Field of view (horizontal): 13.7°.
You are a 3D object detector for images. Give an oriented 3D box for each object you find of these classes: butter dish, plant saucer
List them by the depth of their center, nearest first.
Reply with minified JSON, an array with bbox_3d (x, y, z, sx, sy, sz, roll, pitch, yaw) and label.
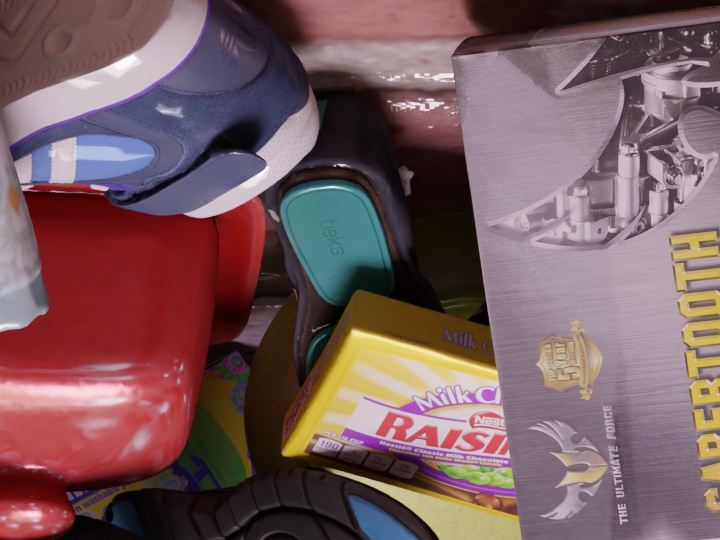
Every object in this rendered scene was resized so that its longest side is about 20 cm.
[{"bbox_3d":[-0.143,0.045,1.307,0.198,0.149,0.200,2,158,-6],"label":"butter dish"},{"bbox_3d":[0.047,0.068,1.359,0.199,0.031,0.201,-3,121,-5],"label":"plant saucer"}]

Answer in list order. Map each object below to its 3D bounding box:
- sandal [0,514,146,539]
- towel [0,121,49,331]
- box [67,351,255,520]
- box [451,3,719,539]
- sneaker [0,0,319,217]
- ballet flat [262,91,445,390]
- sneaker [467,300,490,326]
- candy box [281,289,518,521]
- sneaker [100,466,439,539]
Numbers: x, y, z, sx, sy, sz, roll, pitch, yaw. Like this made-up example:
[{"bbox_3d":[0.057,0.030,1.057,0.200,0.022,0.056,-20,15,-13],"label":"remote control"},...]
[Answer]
[{"bbox_3d":[-0.165,0.131,1.319,0.199,0.043,0.076,14,-159,21],"label":"sandal"},{"bbox_3d":[-0.221,-0.048,1.073,0.199,0.048,0.172,-8,112,20],"label":"towel"},{"bbox_3d":[-0.137,0.166,1.479,0.199,0.122,0.193,-26,166,-38],"label":"box"},{"bbox_3d":[0.127,0.002,1.131,0.157,0.201,0.048,-6,-168,11],"label":"box"},{"bbox_3d":[-0.114,-0.050,1.154,0.199,0.081,0.146,-15,150,22],"label":"sneaker"},{"bbox_3d":[0.000,0.000,1.260,0.073,0.073,0.201,-3,140,9],"label":"ballet flat"},{"bbox_3d":[0.145,0.051,1.309,0.199,0.081,0.087,1,126,6],"label":"sneaker"},{"bbox_3d":[0.075,0.070,1.257,0.199,0.027,0.102,16,140,-10],"label":"candy box"},{"bbox_3d":[-0.027,0.120,1.317,0.082,0.074,0.199,2,180,-45],"label":"sneaker"}]
